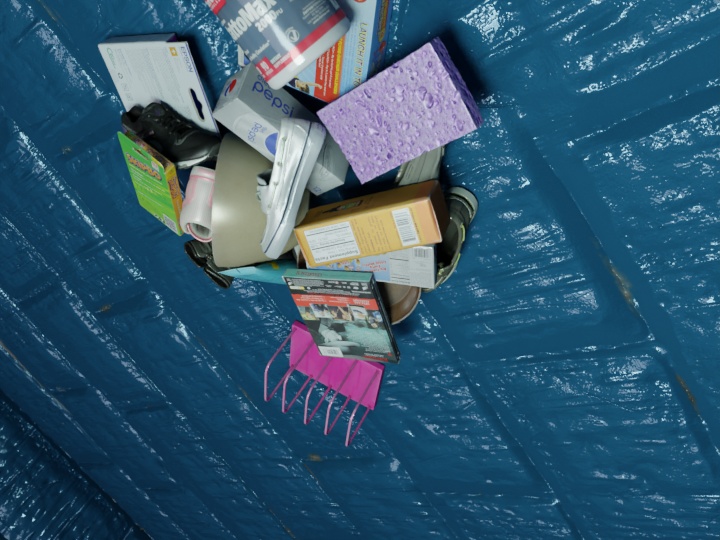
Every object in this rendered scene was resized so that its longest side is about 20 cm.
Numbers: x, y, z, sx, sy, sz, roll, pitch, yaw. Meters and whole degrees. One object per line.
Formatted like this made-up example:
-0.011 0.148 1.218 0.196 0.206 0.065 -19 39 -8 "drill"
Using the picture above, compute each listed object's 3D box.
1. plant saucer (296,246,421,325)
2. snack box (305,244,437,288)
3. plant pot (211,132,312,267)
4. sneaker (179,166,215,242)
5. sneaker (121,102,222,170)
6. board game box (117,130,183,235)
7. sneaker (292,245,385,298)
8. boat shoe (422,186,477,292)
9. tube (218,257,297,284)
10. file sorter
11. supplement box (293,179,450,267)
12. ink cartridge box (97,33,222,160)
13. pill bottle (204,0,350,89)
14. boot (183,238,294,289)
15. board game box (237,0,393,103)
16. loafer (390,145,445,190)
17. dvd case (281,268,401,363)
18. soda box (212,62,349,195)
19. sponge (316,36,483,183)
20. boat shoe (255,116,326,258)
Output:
0.000 0.000 1.103 0.197 0.035 0.202 10 129 13 "plant saucer"
0.012 -0.021 1.042 0.197 0.024 0.073 8 129 18 "snack box"
-0.143 -0.101 1.097 0.132 0.202 0.202 5 137 -3 "plant pot"
-0.249 -0.096 1.164 0.074 0.106 0.200 11 175 -6 "sneaker"
-0.300 -0.212 1.111 0.198 0.076 0.089 8 126 32 "sneaker"
-0.321 -0.137 1.127 0.095 0.030 0.201 36 157 12 "board game box"
-0.017 -0.010 1.172 0.198 0.076 0.077 29 131 -5 "sneaker"
0.112 -0.032 1.053 0.071 0.061 0.203 28 140 8 "boat shoe"
-0.133 0.002 1.168 0.077 0.199 0.051 -13 82 33 "tube"
-0.075 0.223 1.387 0.198 0.126 0.140 25 140 14 "file sorter"
0.015 -0.061 0.964 0.197 0.067 0.070 -8 115 23 "supplement box"
-0.299 -0.271 1.140 0.198 0.043 0.198 9 131 30 "ink cartridge box"
-0.114 -0.319 0.808 0.119 0.120 0.201 -22 113 46 "pill bottle"
-0.201 -0.008 1.252 0.199 0.131 0.068 38 141 -1 "boot"
-0.060 -0.322 0.903 0.194 0.056 0.201 26 139 14 "board game box"
0.076 -0.162 0.943 0.069 0.071 0.202 9 137 3 "loafer"
-0.025 0.074 1.127 0.144 0.022 0.201 3 137 23 "dvd case"
-0.103 -0.191 1.002 0.063 0.069 0.199 -17 138 43 "soda box"
0.044 -0.189 0.882 0.199 0.030 0.112 -20 108 44 "sponge"
-0.109 -0.114 0.971 0.066 0.074 0.202 17 112 -13 "boat shoe"
